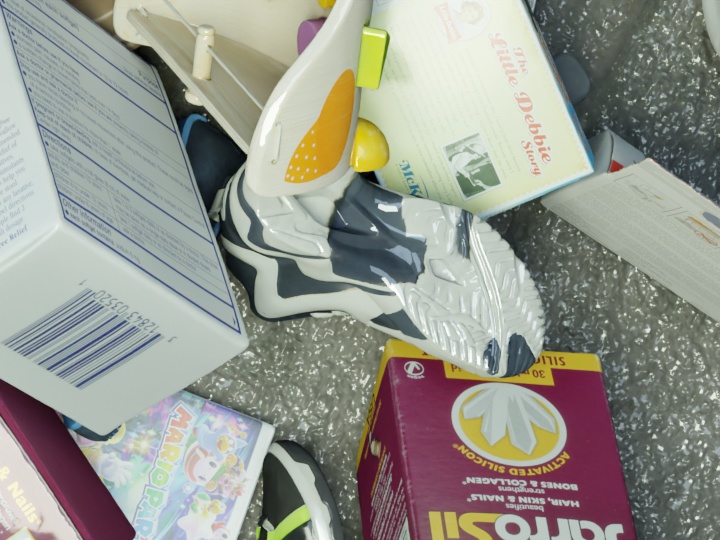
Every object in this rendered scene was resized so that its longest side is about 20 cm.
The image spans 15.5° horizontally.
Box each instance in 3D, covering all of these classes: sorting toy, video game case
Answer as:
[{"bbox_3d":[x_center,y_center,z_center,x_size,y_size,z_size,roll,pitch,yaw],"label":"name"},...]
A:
[{"bbox_3d":[-0.031,-0.160,1.369,0.106,0.200,0.181,2,117,-30],"label":"sorting toy"},{"bbox_3d":[-0.164,0.120,1.502,0.199,0.018,0.144,22,79,-10],"label":"video game case"}]

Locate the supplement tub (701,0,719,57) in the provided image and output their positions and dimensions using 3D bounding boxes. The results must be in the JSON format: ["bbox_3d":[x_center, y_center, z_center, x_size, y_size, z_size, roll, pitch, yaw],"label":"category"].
[{"bbox_3d":[0.316,-0.182,1.590,0.198,0.132,0.133,-1,84,-12],"label":"supplement tub"}]

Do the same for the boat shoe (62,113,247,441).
[{"bbox_3d":[-0.105,0.008,1.489,0.068,0.084,0.201,29,71,-22],"label":"boat shoe"}]

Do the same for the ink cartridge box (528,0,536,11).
[{"bbox_3d":[0.007,-0.208,1.544,0.199,0.084,0.147,16,81,-11],"label":"ink cartridge box"}]

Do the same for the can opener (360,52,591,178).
[{"bbox_3d":[0.044,-0.073,1.554,0.199,0.053,0.067,-30,90,-15],"label":"can opener"}]

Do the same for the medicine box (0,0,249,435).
[{"bbox_3d":[-0.168,-0.044,1.376,0.103,0.182,0.201,-31,57,16],"label":"medicine box"}]

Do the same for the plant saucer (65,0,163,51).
[{"bbox_3d":[-0.173,-0.210,1.490,0.199,0.029,0.202,-3,77,11],"label":"plant saucer"}]

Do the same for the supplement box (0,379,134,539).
[{"bbox_3d":[-0.241,0.149,1.401,0.199,0.103,0.131,-33,91,6],"label":"supplement box"}]

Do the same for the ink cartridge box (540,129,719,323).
[{"bbox_3d":[0.203,-0.025,1.510,0.160,0.200,0.050,33,77,-8],"label":"ink cartridge box"}]

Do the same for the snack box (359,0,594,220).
[{"bbox_3d":[0.041,-0.126,1.475,0.116,0.037,0.201,-22,103,11],"label":"snack box"}]

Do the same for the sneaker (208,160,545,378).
[{"bbox_3d":[0.000,0.000,1.473,0.198,0.129,0.080,24,76,-22],"label":"sneaker"}]

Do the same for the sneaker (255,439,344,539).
[{"bbox_3d":[-0.050,0.197,1.492,0.082,0.072,0.202,-5,85,-12],"label":"sneaker"}]

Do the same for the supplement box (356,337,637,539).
[{"bbox_3d":[0.074,0.143,1.458,0.130,0.104,0.201,5,41,-12],"label":"supplement box"}]
